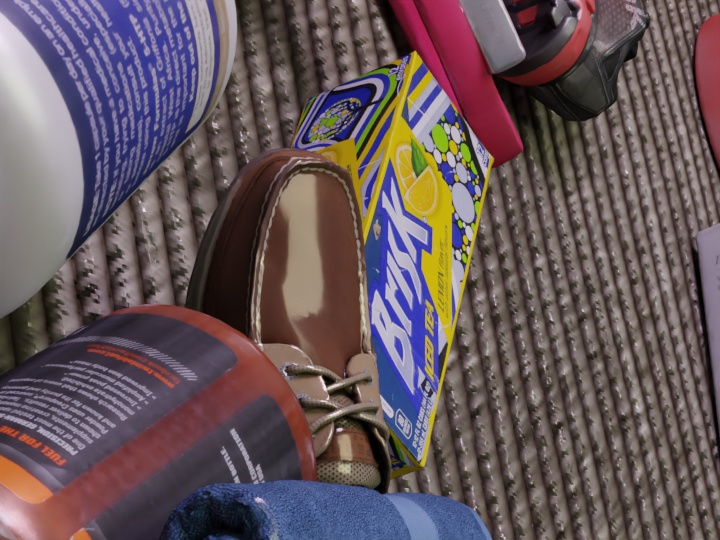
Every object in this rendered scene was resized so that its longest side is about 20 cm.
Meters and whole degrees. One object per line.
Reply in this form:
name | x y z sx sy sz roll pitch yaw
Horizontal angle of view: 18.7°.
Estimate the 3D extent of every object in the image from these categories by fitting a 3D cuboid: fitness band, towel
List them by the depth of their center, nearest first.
towel | -0.008 0.122 0.671 0.200 0.048 0.113 18 87 -65
fitness band | 0.028 -0.142 1.025 0.144 0.037 0.201 -135 -160 -80

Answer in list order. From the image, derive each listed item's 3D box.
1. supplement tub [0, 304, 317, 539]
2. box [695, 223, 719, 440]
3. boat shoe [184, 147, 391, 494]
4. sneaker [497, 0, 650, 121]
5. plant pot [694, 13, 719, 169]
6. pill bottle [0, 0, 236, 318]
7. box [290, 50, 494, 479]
supplement tub | -0.098 0.086 0.649 0.200 0.106 0.108 -34 100 -60
box | 0.336 0.055 1.314 0.199 0.199 0.172 33 46 -45
boat shoe | -0.017 0.058 0.768 0.075 0.072 0.202 -1 94 -35
sneaker | 0.116 -0.164 1.216 0.098 0.070 0.202 43 40 -37
plant pot | 0.346 -0.109 1.461 0.200 0.176 0.202 37 42 -43
pill bottle | -0.127 -0.050 0.677 0.120 0.119 0.200 60 30 -15
box | 0.000 0.000 0.917 0.070 0.064 0.201 51 33 -28
